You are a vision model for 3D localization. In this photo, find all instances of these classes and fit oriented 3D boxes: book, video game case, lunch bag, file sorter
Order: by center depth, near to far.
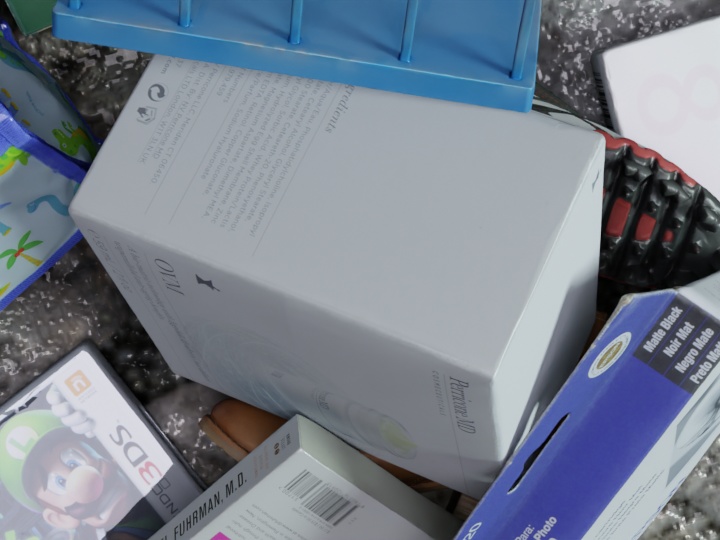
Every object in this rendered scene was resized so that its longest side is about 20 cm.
[{"bbox_3d":[-0.014,-0.167,0.642,0.199,0.139,0.123,10,131,2],"label":"file sorter"},{"bbox_3d":[-0.215,-0.029,0.749,0.170,0.200,0.128,-42,98,4],"label":"lunch bag"},{"bbox_3d":[-0.054,0.172,0.801,0.200,0.048,0.133,-40,121,22],"label":"book"},{"bbox_3d":[-0.176,0.170,0.868,0.200,0.023,0.182,-37,97,4],"label":"video game case"}]

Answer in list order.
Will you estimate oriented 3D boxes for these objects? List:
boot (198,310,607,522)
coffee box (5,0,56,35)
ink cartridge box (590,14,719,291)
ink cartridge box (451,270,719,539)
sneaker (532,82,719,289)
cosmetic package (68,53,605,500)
[{"bbox_3d":[0.027,0.061,0.831,0.199,0.077,0.156,21,95,-2],"label":"boot"},{"bbox_3d":[-0.159,-0.233,0.774,0.122,0.044,0.201,-25,113,0],"label":"coffee box"},{"bbox_3d":[0.239,-0.067,0.832,0.199,0.057,0.163,-15,98,5],"label":"ink cartridge box"},{"bbox_3d":[0.132,0.084,0.754,0.041,0.200,0.200,42,118,22],"label":"ink cartridge box"},{"bbox_3d":[0.102,-0.054,0.799,0.200,0.098,0.071,22,114,6],"label":"sneaker"},{"bbox_3d":[0.000,0.000,0.719,0.199,0.200,0.123,20,70,16],"label":"cosmetic package"}]
